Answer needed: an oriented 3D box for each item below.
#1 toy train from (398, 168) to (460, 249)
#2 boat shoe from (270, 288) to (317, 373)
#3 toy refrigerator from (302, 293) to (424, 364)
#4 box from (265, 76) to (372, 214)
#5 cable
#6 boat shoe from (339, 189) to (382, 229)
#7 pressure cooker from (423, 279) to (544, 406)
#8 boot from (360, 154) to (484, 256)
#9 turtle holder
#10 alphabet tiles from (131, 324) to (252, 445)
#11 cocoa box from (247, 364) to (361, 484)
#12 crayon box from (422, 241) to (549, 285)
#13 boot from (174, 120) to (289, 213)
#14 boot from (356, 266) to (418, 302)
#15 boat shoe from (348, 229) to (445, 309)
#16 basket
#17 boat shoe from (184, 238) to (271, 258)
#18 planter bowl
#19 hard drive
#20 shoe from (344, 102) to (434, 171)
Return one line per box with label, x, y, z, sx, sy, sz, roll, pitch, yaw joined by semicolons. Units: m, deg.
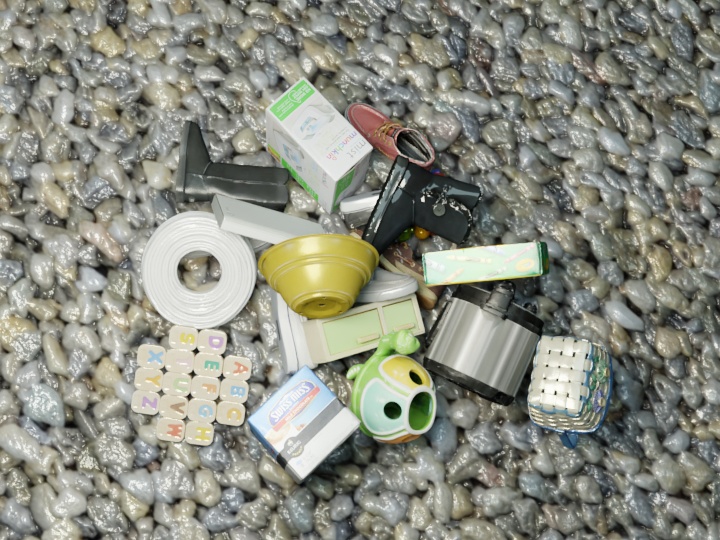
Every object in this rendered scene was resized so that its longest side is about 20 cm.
toy train;0.117;-0.074;1.774;0.115;0.085;0.202;-12;82;5
boat shoe;-0.116;0.078;1.713;0.065;0.074;0.202;-7;87;-16
toy refrigerator;0.008;0.098;1.684;0.199;0.070;0.077;-14;88;-29
box;-0.074;-0.216;1.722;0.097;0.200;0.177;-42;85;-13
cable;-0.278;0.001;1.676;0.200;0.069;0.200;43;93;-10
boat shoe;0.062;-0.109;1.729;0.198;0.070;0.067;-10;106;13
pressure cooker;0.218;0.112;1.676;0.178;0.176;0.201;27;86;-31
boot;0.101;-0.076;1.649;0.167;0.076;0.201;24;95;-6
turtle holder;0.068;0.200;1.638;0.141;0.131;0.187;31;81;-37
alphabet tiles;-0.287;0.195;1.660;0.194;0.015;0.202;9;97;-4
cocoa box;-0.096;0.256;1.605;0.133;0.200;0.131;-42;83;-13
crayon box;0.216;-0.012;1.668;0.198;0.119;0.059;-6;90;17
boot;-0.227;-0.186;1.766;0.198;0.066;0.166;4;68;-6
boot;0.000;0.000;1.698;0.198;0.074;0.096;-4;106;21
boat shoe;0.067;-0.015;1.758;0.199;0.072;0.072;37;69;0
basket;0.359;0.204;1.672;0.138;0.200;0.178;7;75;21
boat shoe;-0.235;-0.064;1.738;0.198;0.065;0.074;-16;78;-9
planter bowl;-0.064;0.023;1.583;0.199;0.201;0.084;-3;63;-6
hard drive;-0.152;-0.076;1.682;0.199;0.132;0.026;16;107;-21
shoe;0.056;-0.250;1.798;0.200;0.091;0.072;42;76;5
